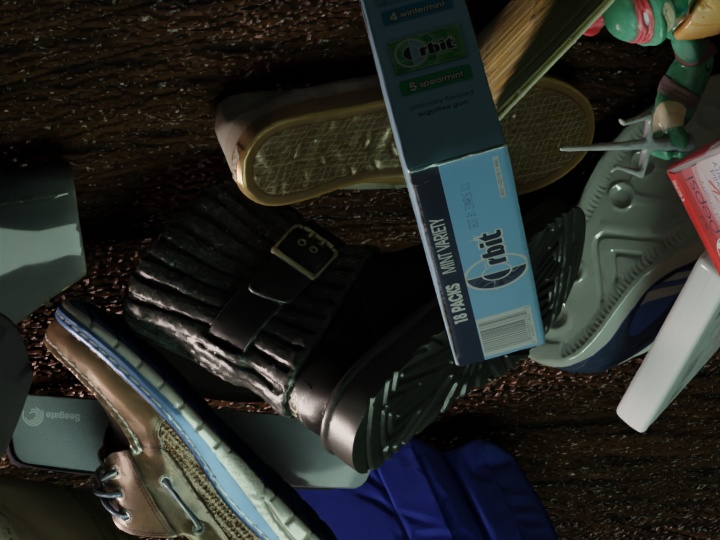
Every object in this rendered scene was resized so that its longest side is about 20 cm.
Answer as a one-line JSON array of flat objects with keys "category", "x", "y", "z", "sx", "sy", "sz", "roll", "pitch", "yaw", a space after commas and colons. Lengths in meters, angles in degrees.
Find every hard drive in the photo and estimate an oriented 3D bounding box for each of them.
[{"category": "hard drive", "x": -0.094, "y": 0.093, "z": 1.535, "sx": 0.199, "sy": 0.043, "sz": 0.135, "roll": 5, "pitch": 174, "yaw": -9}]

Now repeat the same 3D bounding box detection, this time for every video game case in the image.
[{"category": "video game case", "x": 0.212, "y": -0.018, "z": 1.473, "sx": 0.182, "sy": 0.023, "sz": 0.200, "roll": -46, "pitch": 168, "yaw": -23}]

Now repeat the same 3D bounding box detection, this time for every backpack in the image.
[{"category": "backpack", "x": 0.048, "y": 0.209, "z": 1.760, "sx": 0.167, "sy": 0.163, "sz": 0.200, "roll": -18, "pitch": 149, "yaw": -2}]

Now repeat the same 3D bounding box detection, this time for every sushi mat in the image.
[{"category": "sushi mat", "x": 0.102, "y": -0.134, "z": 1.288, "sx": 0.012, "sy": 0.096, "sz": 0.200, "roll": 31, "pitch": 134, "yaw": -14}]

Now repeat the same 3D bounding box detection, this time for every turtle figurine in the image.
[{"category": "turtle figurine", "x": 0.182, "y": -0.124, "z": 1.332, "sx": 0.199, "sy": 0.101, "sz": 0.150, "roll": -21, "pitch": 172, "yaw": -25}]

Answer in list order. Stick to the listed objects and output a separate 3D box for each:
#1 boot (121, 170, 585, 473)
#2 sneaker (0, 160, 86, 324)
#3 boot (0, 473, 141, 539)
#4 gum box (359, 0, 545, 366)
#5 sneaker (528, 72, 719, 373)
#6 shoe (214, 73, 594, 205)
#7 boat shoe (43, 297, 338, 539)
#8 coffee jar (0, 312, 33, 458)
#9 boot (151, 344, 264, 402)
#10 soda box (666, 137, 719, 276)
[{"category": "boot", "x": 0.000, "y": -0.002, "z": 1.429, "sx": 0.211, "sy": 0.157, "sz": 0.080, "roll": -35, "pitch": 144, "yaw": -38}, {"category": "sneaker", "x": -0.191, "y": 0.021, "z": 1.422, "sx": 0.106, "sy": 0.075, "sz": 0.200, "roll": -7, "pitch": 148, "yaw": -13}, {"category": "boot", "x": -0.222, "y": 0.129, "z": 1.517, "sx": 0.199, "sy": 0.073, "sz": 0.155, "roll": 16, "pitch": -178, "yaw": 39}, {"category": "gum box", "x": 0.029, "y": -0.087, "z": 1.219, "sx": 0.044, "sy": 0.201, "sz": 0.170, "roll": -15, "pitch": 150, "yaw": 1}, {"category": "sneaker", "x": 0.166, "y": -0.026, "z": 1.532, "sx": 0.200, "sy": 0.081, "sz": 0.146, "roll": -48, "pitch": 166, "yaw": 14}, {"category": "shoe", "x": 0.022, "y": -0.072, "z": 1.400, "sx": 0.199, "sy": 0.053, "sz": 0.070, "roll": -5, "pitch": 116, "yaw": -26}, {"category": "boat shoe", "x": -0.096, "y": 0.101, "z": 1.435, "sx": 0.072, "sy": 0.072, "sz": 0.200, "roll": -42, "pitch": 104, "yaw": 3}, {"category": "coffee jar", "x": -0.252, "y": 0.033, "z": 1.307, "sx": 0.199, "sy": 0.086, "sz": 0.104, "roll": 15, "pitch": 170, "yaw": 28}, {"category": "boot", "x": -0.021, "y": 0.053, "z": 1.557, "sx": 0.199, "sy": 0.074, "sz": 0.096, "roll": -5, "pitch": 149, "yaw": -12}, {"category": "soda box", "x": 0.248, "y": -0.066, "z": 1.352, "sx": 0.199, "sy": 0.070, "sz": 0.063, "roll": -27, "pitch": -179, "yaw": -22}]
